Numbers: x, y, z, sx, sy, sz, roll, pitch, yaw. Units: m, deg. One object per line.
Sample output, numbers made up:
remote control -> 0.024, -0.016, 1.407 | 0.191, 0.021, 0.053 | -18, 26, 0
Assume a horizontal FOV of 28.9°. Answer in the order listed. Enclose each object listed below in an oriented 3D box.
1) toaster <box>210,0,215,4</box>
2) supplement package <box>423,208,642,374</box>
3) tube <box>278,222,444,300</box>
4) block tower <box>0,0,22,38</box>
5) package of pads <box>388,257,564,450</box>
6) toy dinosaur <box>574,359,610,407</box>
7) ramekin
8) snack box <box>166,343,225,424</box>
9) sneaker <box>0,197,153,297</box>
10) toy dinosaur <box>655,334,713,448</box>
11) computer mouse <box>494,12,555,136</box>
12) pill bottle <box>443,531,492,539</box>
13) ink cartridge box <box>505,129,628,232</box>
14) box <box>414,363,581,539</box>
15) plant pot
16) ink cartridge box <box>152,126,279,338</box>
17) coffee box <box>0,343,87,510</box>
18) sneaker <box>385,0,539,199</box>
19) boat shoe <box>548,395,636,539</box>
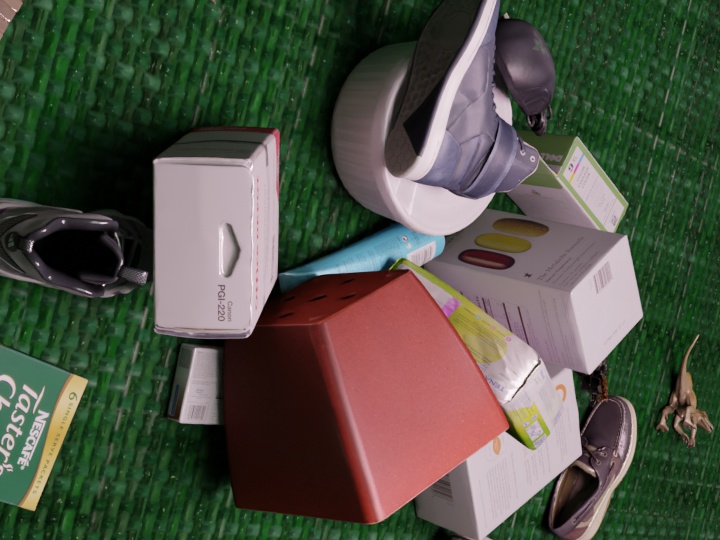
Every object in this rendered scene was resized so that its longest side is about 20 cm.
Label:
toaster -> -0.205, -0.314, 1.064 | 0.181, 0.119, 0.200 | -4, 102, -46
supplement package -> 0.185, 0.018, 1.513 | 0.114, 0.200, 0.110 | -42, 128, -34
tube -> 0.000, 0.000, 1.427 | 0.200, 0.050, 0.078 | -28, 116, -34
block tower -> -0.324, -0.139, 1.028 | 0.058, 0.054, 0.200 | 41, 69, -46
package of pads -> 0.108, 0.083, 1.419 | 0.068, 0.200, 0.155 | -49, 151, -8
toy dinosaur -> 0.274, 0.090, 1.718 | 0.200, 0.102, 0.136 | 44, 48, -21
ramekin -> 0.056, -0.140, 1.413 | 0.202, 0.094, 0.203 | -15, 111, -45
snack box -> -0.100, 0.115, 1.359 | 0.200, 0.024, 0.072 | 10, 91, -48
sneaker -> -0.206, -0.008, 1.125 | 0.200, 0.140, 0.078 | 4, 97, -47
toy dinosaur -> 0.455, 0.182, 1.974 | 0.101, 0.058, 0.200 | -65, 147, -35
computer mouse -> 0.172, -0.218, 1.450 | 0.200, 0.053, 0.139 | -2, 69, -79
pill bottle -> 0.096, 0.402, 1.582 | 0.200, 0.111, 0.111 | -52, 133, -25
ink cartridge box -> 0.212, -0.109, 1.583 | 0.200, 0.104, 0.059 | 41, 69, -44
box -> 0.154, 0.196, 1.603 | 0.200, 0.097, 0.125 | -31, 121, -38
plant pot -> -0.014, 0.104, 1.302 | 0.200, 0.200, 0.177 | -28, 107, -41
ink cartridge box -> -0.118, -0.038, 1.179 | 0.200, 0.085, 0.146 | -85, 177, -77
coffee box -> -0.319, 0.108, 1.104 | 0.200, 0.044, 0.123 | 32, 76, -47
sneaker -> 0.117, -0.166, 1.333 | 0.146, 0.077, 0.203 | 17, 97, -36
boat shoe -> 0.295, 0.254, 1.794 | 0.065, 0.072, 0.200 | 25, 87, -52
